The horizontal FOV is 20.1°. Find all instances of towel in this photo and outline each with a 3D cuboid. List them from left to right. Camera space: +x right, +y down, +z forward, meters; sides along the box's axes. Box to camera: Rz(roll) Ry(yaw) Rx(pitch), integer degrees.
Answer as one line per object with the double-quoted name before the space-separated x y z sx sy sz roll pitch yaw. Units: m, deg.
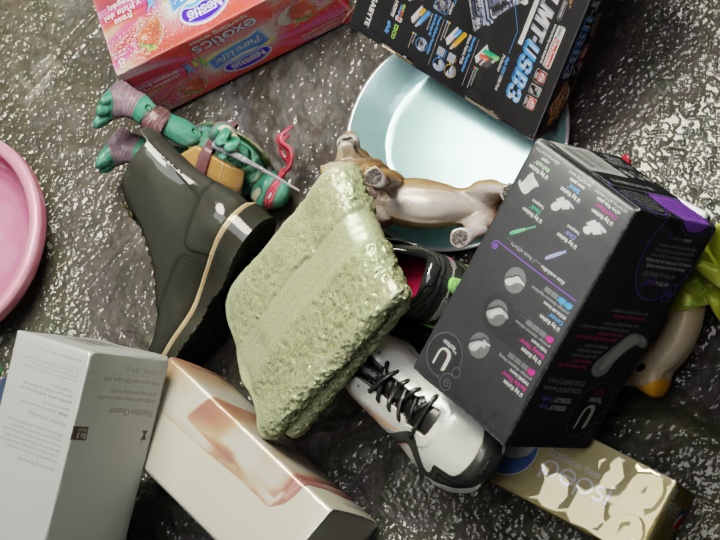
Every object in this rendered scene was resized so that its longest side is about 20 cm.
"towel" -0.039 0.026 1.585 0.200 0.036 0.149 -48 52 36

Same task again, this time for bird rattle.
"bird rattle" 0.207 0.006 1.577 0.199 0.112 0.164 27 103 24

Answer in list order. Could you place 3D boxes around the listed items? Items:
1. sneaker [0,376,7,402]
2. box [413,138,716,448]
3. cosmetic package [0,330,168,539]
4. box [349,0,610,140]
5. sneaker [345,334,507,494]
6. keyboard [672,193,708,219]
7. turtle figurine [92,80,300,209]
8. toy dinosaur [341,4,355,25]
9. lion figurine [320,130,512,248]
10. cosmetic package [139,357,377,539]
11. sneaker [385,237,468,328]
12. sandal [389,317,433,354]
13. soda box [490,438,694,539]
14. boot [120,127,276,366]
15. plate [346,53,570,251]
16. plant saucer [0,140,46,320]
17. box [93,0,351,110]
"sneaker" -0.284 0.186 1.745 0.145 0.080 0.202 -16 72 24
"box" 0.149 0.020 1.493 0.106 0.122 0.201 39 108 34
"cosmetic package" -0.233 0.155 1.608 0.081 0.113 0.202 13 92 30
"box" 0.104 -0.240 1.634 0.198 0.050 0.201 32 122 21
"sneaker" 0.035 0.104 1.567 0.074 0.080 0.200 -55 43 2
"keyboard" 0.205 0.028 1.626 0.056 0.011 0.201 30 88 21
"turtle figurine" -0.134 -0.085 1.750 0.199 0.101 0.151 26 127 15
"toy dinosaur" 0.111 -0.243 1.723 0.181 0.105 0.201 43 124 18
"lion figurine" 0.057 -0.056 1.644 0.198 0.122 0.073 16 97 9
"cosmetic package" -0.095 0.170 1.655 0.200 0.103 0.087 41 94 25
"sneaker" 0.000 0.000 1.628 0.199 0.084 0.077 1 67 33
"sandal" 0.028 0.024 1.676 0.200 0.048 0.075 41 92 26
"soda box" 0.153 0.155 1.579 0.199 0.064 0.068 26 86 27
"boot" -0.163 -0.009 1.713 0.138 0.077 0.201 40 118 17
"plate" 0.083 -0.110 1.706 0.199 0.026 0.202 -6 74 21
"plant saucer" -0.368 -0.025 1.852 0.199 0.051 0.202 -7 72 21
"box" -0.121 -0.234 1.784 0.199 0.103 0.095 -25 67 13
